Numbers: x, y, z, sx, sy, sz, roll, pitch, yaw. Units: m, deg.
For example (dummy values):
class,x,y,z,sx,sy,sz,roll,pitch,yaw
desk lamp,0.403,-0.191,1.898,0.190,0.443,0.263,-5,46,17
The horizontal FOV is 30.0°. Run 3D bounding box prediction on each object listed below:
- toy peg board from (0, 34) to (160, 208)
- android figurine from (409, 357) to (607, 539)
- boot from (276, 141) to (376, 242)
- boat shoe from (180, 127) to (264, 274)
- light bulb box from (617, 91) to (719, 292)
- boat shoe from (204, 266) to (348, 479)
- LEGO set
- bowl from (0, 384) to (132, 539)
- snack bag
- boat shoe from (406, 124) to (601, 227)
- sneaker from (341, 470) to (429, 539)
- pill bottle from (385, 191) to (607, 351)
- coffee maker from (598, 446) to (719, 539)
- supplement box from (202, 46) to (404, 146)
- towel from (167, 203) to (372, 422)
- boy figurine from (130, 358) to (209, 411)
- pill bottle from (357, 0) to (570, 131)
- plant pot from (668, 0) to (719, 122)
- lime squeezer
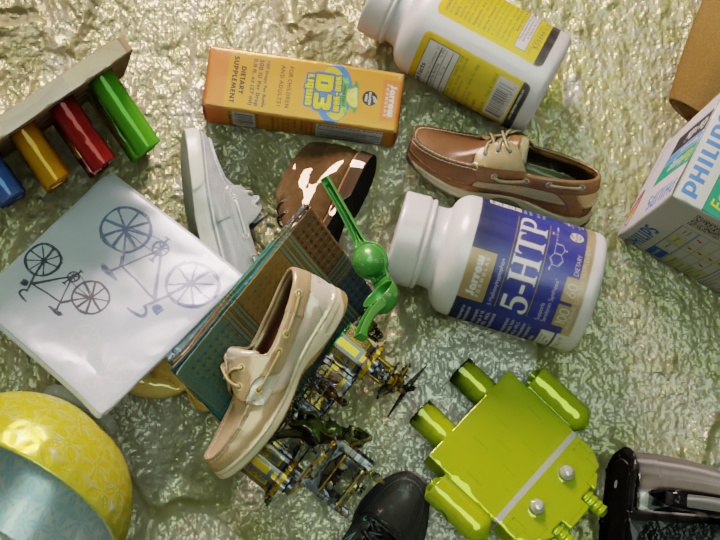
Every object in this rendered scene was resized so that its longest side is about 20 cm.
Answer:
class,x,y,z,sx,sy,sz,roll,pitch,yaw
toy peg board,-0.283,-0.114,1.270,0.199,0.200,0.098,-36,98,-9
android figurine,0.147,0.183,1.298,0.182,0.041,0.200,-42,78,-20
boot,-0.058,-0.042,1.326,0.075,0.074,0.201,21,64,13
boat shoe,-0.130,-0.045,1.329,0.071,0.070,0.203,-12,85,-16
light bulb box,0.381,-0.055,1.291,0.199,0.198,0.125,29,79,1
boat shoe,-0.090,0.087,1.201,0.069,0.074,0.201,36,76,-21
LEGO set,-0.011,0.149,1.254,0.116,0.154,0.201,37,82,4
bowl,-0.282,0.170,1.225,0.199,0.201,0.108,27,55,2
snack bag,-0.234,0.023,1.253,0.188,0.021,0.200,36,65,17
boat shoe,0.147,-0.108,1.339,0.198,0.074,0.076,18,43,-5
sneaker,0.007,0.279,1.264,0.075,0.079,0.201,31,77,4
pill bottle,0.128,-0.005,1.306,0.198,0.120,0.121,16,78,0
coffee maker,0.332,0.271,1.275,0.198,0.135,0.194,7,102,-1
supplement box,-0.057,-0.175,1.354,0.198,0.069,0.067,7,81,-4
towel,-0.079,0.055,1.257,0.022,0.147,0.200,23,68,43
boy figurine,-0.191,0.073,1.299,0.200,0.064,0.124,44,77,8
pill bottle,0.101,-0.232,1.352,0.199,0.111,0.112,29,79,1
plant pot,0.405,-0.227,1.349,0.186,0.186,0.201,37,93,4
lime squeezer,0.000,0.000,1.254,0.070,0.038,0.201,18,41,-31
